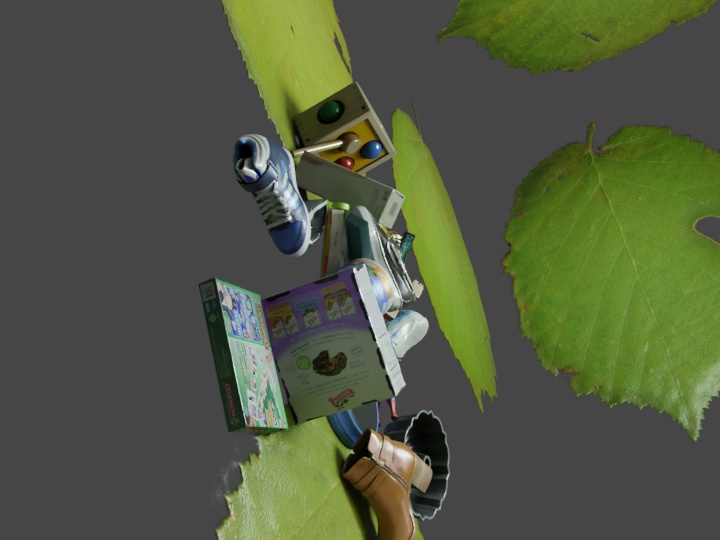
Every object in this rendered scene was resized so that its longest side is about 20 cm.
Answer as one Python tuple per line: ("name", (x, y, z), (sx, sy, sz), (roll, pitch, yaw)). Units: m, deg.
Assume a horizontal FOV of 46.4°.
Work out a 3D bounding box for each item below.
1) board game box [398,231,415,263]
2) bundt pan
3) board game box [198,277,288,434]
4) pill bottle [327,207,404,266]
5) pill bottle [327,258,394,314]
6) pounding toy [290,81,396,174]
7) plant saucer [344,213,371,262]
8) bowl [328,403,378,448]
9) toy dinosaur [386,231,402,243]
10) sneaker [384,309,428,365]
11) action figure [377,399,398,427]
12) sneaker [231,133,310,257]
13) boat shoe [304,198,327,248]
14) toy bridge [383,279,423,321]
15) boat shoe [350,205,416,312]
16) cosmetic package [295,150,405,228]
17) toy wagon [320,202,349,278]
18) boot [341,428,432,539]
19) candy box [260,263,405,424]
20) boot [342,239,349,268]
("board game box", (0.054, 0.027, 1.655), (0.200, 0.028, 0.136), (-62, 175, -53))
("bundt pan", (0.092, 0.362, 1.570), (0.202, 0.076, 0.203), (16, 72, -59))
("board game box", (-0.156, 0.119, 1.135), (0.135, 0.029, 0.201), (34, 40, -68))
("pill bottle", (0.009, -0.056, 1.779), (0.113, 0.112, 0.200), (-92, 158, -49))
("pill bottle", (-0.035, 0.061, 1.410), (0.200, 0.112, 0.112), (-34, 106, -54))
("pounding toy", (-0.046, -0.275, 1.769), (0.200, 0.184, 0.142), (51, 13, -53))
("plant saucer", (0.000, 0.000, 1.516), (0.070, 0.019, 0.201), (30, -50, 56))
("bowl", (-0.020, 0.212, 1.492), (0.201, 0.039, 0.201), (-19, 90, -75))
("toy dinosaur", (0.017, -0.043, 1.668), (0.200, 0.058, 0.101), (-9, 114, -64))
("sneaker", (0.053, 0.138, 1.582), (0.200, 0.072, 0.072), (-37, 136, -45))
("action figure", (0.028, 0.192, 1.637), (0.099, 0.065, 0.200), (61, 17, -54))
("sneaker", (-0.157, -0.123, 1.359), (0.146, 0.080, 0.201), (9, 67, -63))
("boat shoe", (-0.098, -0.086, 1.520), (0.200, 0.075, 0.061), (-55, 133, -69))
("toy bridge", (0.067, 0.073, 1.704), (0.027, 0.200, 0.067), (36, 48, -7))
("boat shoe", (0.041, -0.026, 1.517), (0.071, 0.064, 0.201), (-24, -94, 64))
("cosmetic package", (-0.023, -0.157, 1.629), (0.071, 0.200, 0.105), (-65, 165, 3))
("toy wagon", (-0.052, -0.039, 1.591), (0.200, 0.039, 0.156), (129, -33, -80))
("boot", (0.031, 0.376, 1.395), (0.155, 0.077, 0.200), (39, 67, -27))
("candy box", (-0.045, 0.111, 1.271), (0.072, 0.167, 0.201), (-26, 97, -73))
("boot", (-0.005, 0.029, 1.600), (0.200, 0.073, 0.096), (87, 16, -48))
